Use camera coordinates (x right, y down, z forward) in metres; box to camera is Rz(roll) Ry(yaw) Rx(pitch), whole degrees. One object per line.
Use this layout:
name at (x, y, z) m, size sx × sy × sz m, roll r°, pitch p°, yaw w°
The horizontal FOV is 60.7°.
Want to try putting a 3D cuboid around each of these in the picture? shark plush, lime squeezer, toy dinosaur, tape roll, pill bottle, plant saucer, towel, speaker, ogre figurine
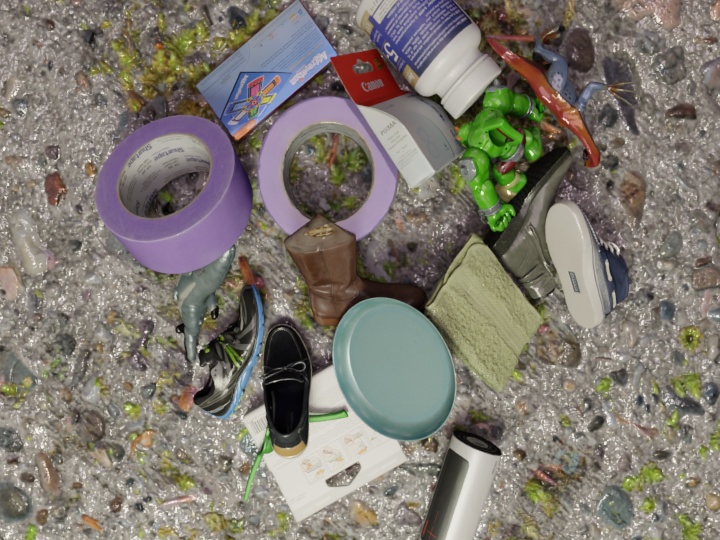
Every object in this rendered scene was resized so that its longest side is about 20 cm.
shark plush at (-0.235, 0.041, 0.888) m, size 0.082 × 0.090 × 0.205 m, roll 27°, pitch 99°, yaw 27°
lime squeezer at (-0.115, 0.247, 0.897) m, size 0.199 × 0.038 × 0.071 m, roll -41°, pitch 121°, yaw 1°
toy dinosaur at (0.275, -0.230, 0.864) m, size 0.194 × 0.105 × 0.187 m, roll -8°, pitch 77°, yaw -7°
tape roll at (-0.045, -0.137, 0.880) m, size 0.193 × 0.085 × 0.207 m, roll 0°, pitch 94°, yaw 0°
tape roll at (-0.251, -0.106, 0.842) m, size 0.193 × 0.086 × 0.205 m, roll -4°, pitch 62°, yaw 8°
pill bottle at (0.098, -0.318, 0.855) m, size 0.119 × 0.120 × 0.201 m, roll -42°, pitch 89°, yaw 2°
plant saucer at (0.047, 0.133, 0.847) m, size 0.195 × 0.027 × 0.207 m, roll 10°, pitch 108°, yaw 31°
towel at (0.177, 0.065, 0.870) m, size 0.200 × 0.036 × 0.150 m, roll 46°, pitch 69°, yaw -28°
speaker at (0.144, 0.352, 0.919) m, size 0.079 × 0.081 × 0.206 m, roll 18°, pitch 94°, yaw -1°
ogre figurine at (0.197, -0.175, 0.860) m, size 0.119 × 0.098 × 0.203 m, roll 31°, pitch 95°, yaw -37°

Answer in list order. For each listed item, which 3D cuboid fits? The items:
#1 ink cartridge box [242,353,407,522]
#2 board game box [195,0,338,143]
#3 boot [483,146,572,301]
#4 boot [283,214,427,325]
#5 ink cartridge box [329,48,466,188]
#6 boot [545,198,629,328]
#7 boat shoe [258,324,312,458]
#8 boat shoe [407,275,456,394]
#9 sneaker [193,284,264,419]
ink cartridge box at (-0.052, 0.247, 0.928) m, size 0.196 × 0.045 × 0.180 m, roll -28°, pitch 92°, yaw 2°
board game box at (-0.137, -0.295, 0.911) m, size 0.198 × 0.019 × 0.104 m, roll -39°, pitch 91°, yaw 2°
boot at (0.277, -0.067, 0.913) m, size 0.129 × 0.068 × 0.202 m, roll 34°, pitch 92°, yaw -14°
boot at (0.000, 0.000, 0.844) m, size 0.180 × 0.203 × 0.066 m, roll -10°, pitch 51°, yaw 1°
ink cartridge box at (0.059, -0.225, 0.846) m, size 0.047 × 0.160 × 0.203 m, roll -30°, pitch 95°, yaw 34°
boot at (0.328, -0.024, 0.881) m, size 0.089 × 0.072 × 0.204 m, roll -32°, pitch 118°, yaw -22°
boat shoe at (-0.105, 0.159, 0.871) m, size 0.072 × 0.063 × 0.204 m, roll -6°, pitch 53°, yaw -2°
boat shoe at (0.123, 0.093, 0.910) m, size 0.069 × 0.070 × 0.205 m, roll 17°, pitch 73°, yaw 15°
sneaker at (-0.193, 0.118, 0.904) m, size 0.081 × 0.071 × 0.205 m, roll 19°, pitch 96°, yaw -17°
